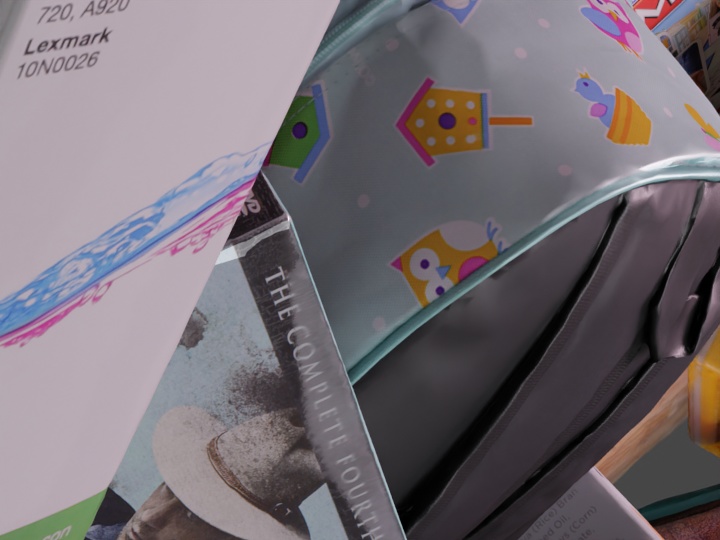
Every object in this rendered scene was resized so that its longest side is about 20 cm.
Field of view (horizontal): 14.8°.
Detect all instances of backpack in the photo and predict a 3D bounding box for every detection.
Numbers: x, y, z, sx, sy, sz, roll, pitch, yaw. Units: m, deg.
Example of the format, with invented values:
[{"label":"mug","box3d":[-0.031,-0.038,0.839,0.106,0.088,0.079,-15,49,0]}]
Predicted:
[{"label":"backpack","box3d":[0.000,0.000,0.705,0.200,0.154,0.176,-36,160,23]}]

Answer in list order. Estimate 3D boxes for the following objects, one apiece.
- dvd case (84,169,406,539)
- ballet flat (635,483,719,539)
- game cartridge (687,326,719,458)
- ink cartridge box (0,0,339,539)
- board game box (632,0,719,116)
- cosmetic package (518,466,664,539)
[{"label":"dvd case","box3d":[-0.090,0.073,0.598,0.199,0.022,0.146,-25,134,-7]},{"label":"ballet flat","box3d":[0.096,0.113,0.974,0.199,0.068,0.068,-16,179,43]},{"label":"game cartridge","box3d":[0.167,-0.036,0.920,0.201,0.032,0.176,-59,168,-6]},{"label":"ink cartridge box","box3d":[-0.092,-0.041,0.464,0.084,0.145,0.201,-15,142,-48]},{"label":"board game box","box3d":[0.129,-0.112,0.881,0.200,0.029,0.135,-43,156,-3]},{"label":"cosmetic package","box3d":[0.040,0.078,0.837,0.071,0.200,0.101,-44,156,0]}]
